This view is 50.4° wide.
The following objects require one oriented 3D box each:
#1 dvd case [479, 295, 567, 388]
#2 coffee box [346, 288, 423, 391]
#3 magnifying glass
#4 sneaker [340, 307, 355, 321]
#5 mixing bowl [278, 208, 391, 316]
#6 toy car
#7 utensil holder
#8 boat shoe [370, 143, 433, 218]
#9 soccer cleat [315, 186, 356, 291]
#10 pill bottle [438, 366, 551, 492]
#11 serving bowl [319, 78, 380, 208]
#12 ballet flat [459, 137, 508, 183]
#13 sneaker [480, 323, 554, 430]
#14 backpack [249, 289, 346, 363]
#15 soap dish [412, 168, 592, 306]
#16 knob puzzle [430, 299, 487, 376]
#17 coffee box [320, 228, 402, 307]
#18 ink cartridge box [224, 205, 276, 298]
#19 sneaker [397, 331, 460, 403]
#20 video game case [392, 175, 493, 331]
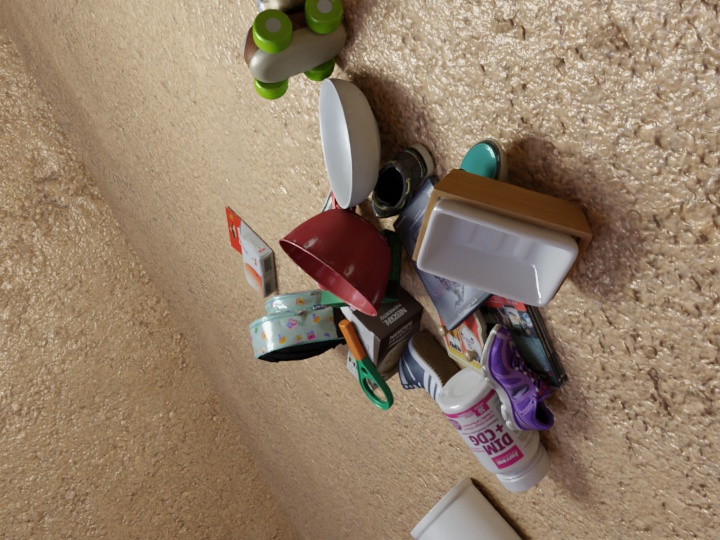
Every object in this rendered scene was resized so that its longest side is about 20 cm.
[{"bbox_3d":[0.230,0.086,1.188,0.146,0.022,0.202,1,119,61],"label":"dvd case"},{"bbox_3d":[0.043,0.132,1.469,0.080,0.114,0.201,43,152,24],"label":"coffee box"},{"bbox_3d":[0.009,0.179,1.435,0.079,0.022,0.201,10,132,53],"label":"magnifying glass"},{"bbox_3d":[-0.023,0.005,1.508,0.086,0.080,0.201,-22,108,51],"label":"sneaker"},{"bbox_3d":[-0.023,-0.028,1.241,0.199,0.109,0.200,36,170,7],"label":"mixing bowl"},{"bbox_3d":[-0.125,-0.392,1.138,0.202,0.156,0.164,64,167,11],"label":"toy car"},{"bbox_3d":[0.231,0.558,1.575,0.200,0.169,0.171,44,153,18],"label":"utensil holder"},{"bbox_3d":[0.049,-0.132,1.210,0.072,0.060,0.201,54,155,8],"label":"boat shoe"},{"bbox_3d":[-0.047,-0.064,1.374,0.085,0.068,0.203,-173,91,-71],"label":"soccer cleat"},{"bbox_3d":[0.228,0.264,1.280,0.201,0.113,0.113,53,156,-14],"label":"pill bottle"},{"bbox_3d":[-0.011,-0.201,1.194,0.200,0.065,0.203,170,90,-77],"label":"serving bowl"},{"bbox_3d":[0.160,-0.114,1.032,0.070,0.069,0.200,50,149,12],"label":"ballet flat"},{"bbox_3d":[0.247,0.163,1.165,0.083,0.081,0.201,-1,129,42],"label":"sneaker"},{"bbox_3d":[-0.150,0.128,1.713,0.176,0.198,0.155,-30,78,67],"label":"backpack"},{"bbox_3d":[0.176,-0.042,0.979,0.198,0.082,0.158,16,147,4],"label":"soap dish"},{"bbox_3d":[0.149,0.072,1.250,0.220,0.030,0.222,159,90,-77],"label":"knob puzzle"},{"bbox_3d":[0.000,0.000,1.379,0.199,0.044,0.125,-12,71,55],"label":"coffee box"},{"bbox_3d":[-0.294,-0.047,1.943,0.200,0.050,0.163,40,150,26],"label":"ink cartridge box"},{"bbox_3d":[0.143,0.220,1.431,0.201,0.070,0.109,57,145,17],"label":"sneaker"},{"bbox_3d":[0.126,-0.024,1.179,0.202,0.019,0.143,64,149,17],"label":"video game case"}]
